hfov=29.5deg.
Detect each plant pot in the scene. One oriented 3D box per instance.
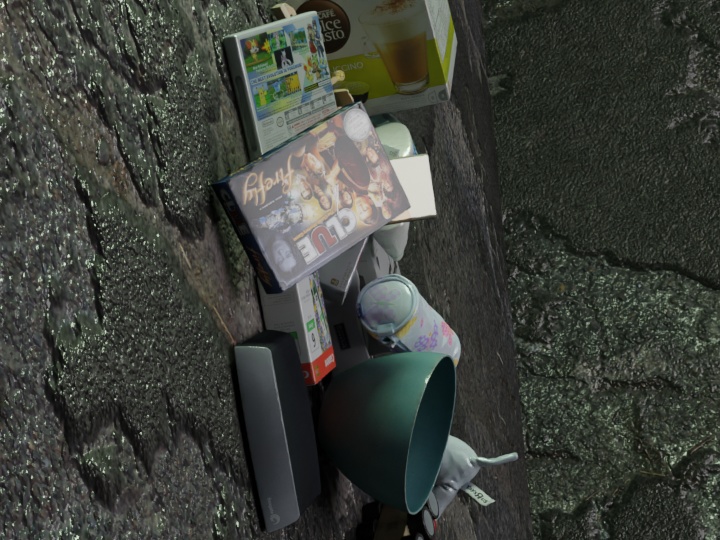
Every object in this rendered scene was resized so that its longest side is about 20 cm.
[{"bbox_3d":[0.025,0.189,1.696,0.200,0.135,0.200,11,90,-73],"label":"plant pot"}]

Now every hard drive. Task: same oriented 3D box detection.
[{"bbox_3d":[-0.086,0.168,1.476,0.135,0.042,0.200,-26,107,-77],"label":"hard drive"}]

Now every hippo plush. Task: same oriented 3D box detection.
[{"bbox_3d":[0.074,0.264,1.911,0.161,0.200,0.159,42,74,-38],"label":"hippo plush"}]

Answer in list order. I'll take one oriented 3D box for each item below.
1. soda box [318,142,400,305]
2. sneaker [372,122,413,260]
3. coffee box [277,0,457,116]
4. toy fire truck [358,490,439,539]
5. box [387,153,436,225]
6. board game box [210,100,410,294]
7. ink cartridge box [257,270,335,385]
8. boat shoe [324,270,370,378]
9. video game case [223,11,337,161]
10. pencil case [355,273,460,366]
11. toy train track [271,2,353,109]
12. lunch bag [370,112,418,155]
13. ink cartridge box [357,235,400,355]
[{"bbox_3d":[-0.015,-0.064,1.698,0.068,0.064,0.200,106,4,-74],"label":"soda box"},{"bbox_3d":[0.038,-0.103,1.817,0.089,0.075,0.200,68,21,-51],"label":"sneaker"},{"bbox_3d":[0.016,-0.350,1.924,0.200,0.199,0.198,-78,155,-57],"label":"coffee box"},{"bbox_3d":[0.061,0.421,1.833,0.176,0.129,0.200,-67,136,-66],"label":"toy fire truck"},{"bbox_3d":[-0.019,-0.084,1.588,0.200,0.095,0.078,-10,92,-33],"label":"box"},{"bbox_3d":[-0.050,-0.081,1.490,0.200,0.035,0.136,-35,106,-30],"label":"board game box"},{"bbox_3d":[-0.067,0.092,1.595,0.109,0.050,0.200,-33,113,-76],"label":"ink cartridge box"},{"bbox_3d":[-0.025,0.055,1.771,0.066,0.072,0.200,-105,178,-76],"label":"boat shoe"},{"bbox_3d":[-0.088,-0.209,1.656,0.200,0.022,0.183,-34,115,-57],"label":"video game case"},{"bbox_3d":[0.066,0.078,1.773,0.200,0.083,0.091,46,26,-60],"label":"pencil case"},{"bbox_3d":[-0.054,-0.271,1.823,0.033,0.115,0.200,-42,114,-25],"label":"toy train track"},{"bbox_3d":[0.023,-0.164,1.972,0.200,0.077,0.161,45,-21,58],"label":"lunch bag"},{"bbox_3d":[0.000,0.000,1.878,0.145,0.083,0.200,-76,153,-61],"label":"ink cartridge box"}]
